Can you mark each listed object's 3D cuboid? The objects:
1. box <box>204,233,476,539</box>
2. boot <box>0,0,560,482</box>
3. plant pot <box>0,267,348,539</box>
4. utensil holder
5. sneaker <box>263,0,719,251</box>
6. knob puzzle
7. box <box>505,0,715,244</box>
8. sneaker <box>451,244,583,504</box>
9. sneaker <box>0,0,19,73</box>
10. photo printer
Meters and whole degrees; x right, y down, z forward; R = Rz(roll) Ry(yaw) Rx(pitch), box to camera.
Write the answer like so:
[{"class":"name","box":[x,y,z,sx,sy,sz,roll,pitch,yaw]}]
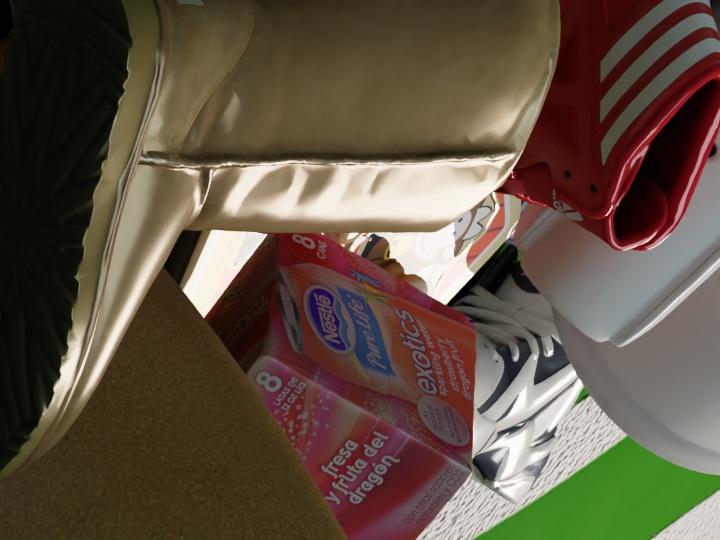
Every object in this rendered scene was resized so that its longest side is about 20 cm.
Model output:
[{"class":"box","box":[-0.047,0.092,1.101,0.200,0.095,0.103,-52,-163,29]},{"class":"boot","box":[-0.034,-0.018,0.871,0.200,0.066,0.175,-5,128,-51]},{"class":"plant pot","box":[-0.089,0.092,0.951,0.186,0.200,0.186,-43,159,-21]},{"class":"utensil holder","box":[0.205,-0.017,1.271,0.170,0.170,0.200,-36,178,-34]},{"class":"sneaker","box":[0.040,-0.044,1.003,0.200,0.116,0.078,-34,146,21]},{"class":"knob puzzle","box":[0.000,0.000,1.169,0.219,0.030,0.220,-31,149,-21]},{"class":"box","box":[0.109,-0.101,1.268,0.200,0.032,0.121,-52,160,9]},{"class":"sneaker","box":[0.066,0.027,1.348,0.130,0.079,0.199,-60,149,-8]},{"class":"sneaker","box":[-0.075,-0.068,0.901,0.112,0.078,0.200,-42,148,-11]},{"class":"photo printer","box":[0.155,-0.073,1.076,0.200,0.069,0.166,-45,-178,20]}]
